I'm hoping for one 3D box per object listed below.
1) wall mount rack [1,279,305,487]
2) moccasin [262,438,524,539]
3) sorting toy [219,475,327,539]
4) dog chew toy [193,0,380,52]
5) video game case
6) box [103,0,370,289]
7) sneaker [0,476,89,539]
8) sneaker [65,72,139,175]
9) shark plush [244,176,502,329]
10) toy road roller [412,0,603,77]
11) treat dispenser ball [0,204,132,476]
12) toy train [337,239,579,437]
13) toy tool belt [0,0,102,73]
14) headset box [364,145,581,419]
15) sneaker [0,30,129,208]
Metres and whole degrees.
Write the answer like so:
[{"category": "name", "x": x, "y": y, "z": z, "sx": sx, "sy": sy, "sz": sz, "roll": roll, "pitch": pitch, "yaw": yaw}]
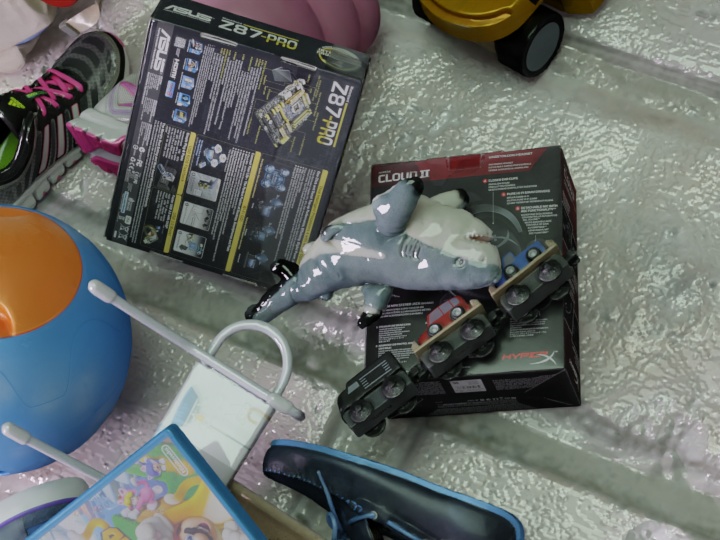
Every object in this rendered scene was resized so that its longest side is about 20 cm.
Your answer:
[{"category": "wall mount rack", "x": -0.142, "y": 0.106, "z": 1.270, "sx": 0.173, "sy": 0.075, "sz": 0.201, "roll": 30, "pitch": 85, "yaw": 8}, {"category": "moccasin", "x": 0.014, "y": 0.173, "z": 1.269, "sx": 0.199, "sy": 0.080, "sz": 0.068, "roll": 16, "pitch": 79, "yaw": 25}, {"category": "sorting toy", "x": -0.093, "y": 0.264, "z": 1.270, "sx": 0.185, "sy": 0.036, "sz": 0.201, "roll": 28, "pitch": 84, "yaw": 32}, {"category": "dog chew toy", "x": -0.058, "y": -0.186, "z": 1.425, "sx": 0.124, "sy": 0.125, "sz": 0.200, "roll": 28, "pitch": 38, "yaw": 26}, {"category": "video game case", "x": -0.157, "y": 0.217, "z": 1.234, "sx": 0.200, "sy": 0.018, "sz": 0.143, "roll": -38, "pitch": 92, "yaw": 17}, {"category": "box", "x": -0.094, "y": -0.089, "z": 1.341, "sx": 0.160, "sy": 0.201, "sz": 0.049, "roll": 17, "pitch": 34, "yaw": 0}, {"category": "sneaker", "x": -0.256, "y": 0.259, "z": 1.312, "sx": 0.200, "sy": 0.081, "sz": 0.147, "roll": -32, "pitch": 68, "yaw": -4}, {"category": "sneaker", "x": -0.137, "y": -0.107, "z": 1.451, "sx": 0.199, "sy": 0.081, "sz": 0.088, "roll": 25, "pitch": 70, "yaw": 21}, {"category": "shark plush", "x": 0.000, "y": 0.000, "z": 1.276, "sx": 0.199, "sy": 0.091, "sz": 0.084, "roll": -19, "pitch": 78, "yaw": 13}, {"category": "toy road roller", "x": 0.126, "y": -0.264, "z": 1.413, "sx": 0.123, "sy": 0.146, "sz": 0.200, "roll": 34, "pitch": 77, "yaw": 27}, {"category": "treat dispenser ball", "x": -0.270, "y": 0.052, "z": 1.342, "sx": 0.200, "sy": 0.201, "sz": 0.202, "roll": -7, "pitch": 63, "yaw": 13}, {"category": "toy train", "x": 0.067, "y": 0.044, "z": 1.258, "sx": 0.200, "sy": 0.034, "sz": 0.046, "roll": -36, "pitch": 49, "yaw": -1}, {"category": "toy tool belt", "x": -0.281, "y": -0.260, "z": 1.528, "sx": 0.200, "sy": 0.125, "sz": 0.123, "roll": -17, "pitch": 45, "yaw": 48}, {"category": "headset box", "x": 0.084, "y": 0.000, "z": 1.335, "sx": 0.148, "sy": 0.077, "sz": 0.201, "roll": -6, "pitch": 62, "yaw": 14}, {"category": "sneaker", "x": -0.268, "y": -0.127, "z": 1.495, "sx": 0.074, "sy": 0.088, "sz": 0.200, "roll": 32, "pitch": 76, "yaw": 27}]
